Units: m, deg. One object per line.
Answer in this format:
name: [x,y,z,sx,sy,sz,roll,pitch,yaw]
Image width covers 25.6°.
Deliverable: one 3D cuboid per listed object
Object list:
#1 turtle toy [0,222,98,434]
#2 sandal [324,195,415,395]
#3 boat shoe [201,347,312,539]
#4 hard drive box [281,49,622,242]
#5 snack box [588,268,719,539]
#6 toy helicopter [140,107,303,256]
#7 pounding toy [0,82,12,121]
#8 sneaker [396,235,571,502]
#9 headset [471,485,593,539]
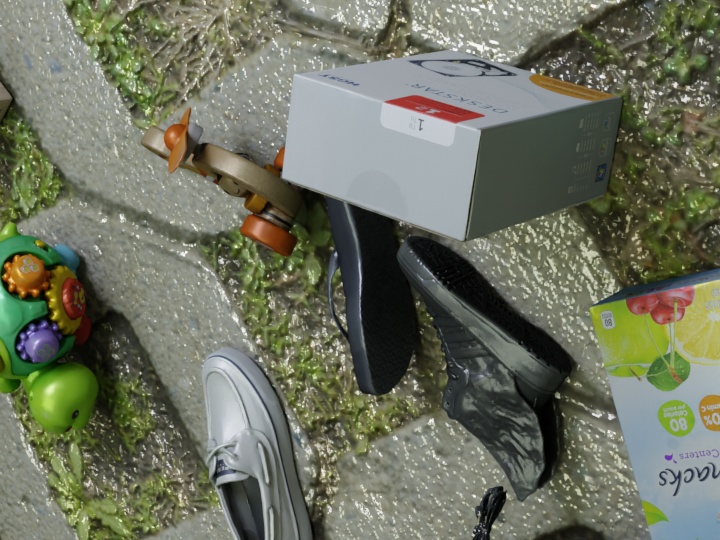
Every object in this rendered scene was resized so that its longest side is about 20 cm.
turtle toy: [-0.302,0.054,1.472,0.100,0.146,0.203,-7,98,16]
sandal: [0.000,0.000,1.264,0.042,0.076,0.203,-12,83,36]
boat shoe: [-0.100,0.168,1.380,0.073,0.065,0.202,-24,87,38]
hard drive box: [0.067,-0.092,1.106,0.155,0.199,0.078,20,113,31]
snack box: [0.265,0.099,1.088,0.167,0.067,0.202,-15,94,38]
toy helicopter: [-0.129,-0.089,1.312,0.199,0.132,0.080,23,86,49]
pounding toy: [-0.459,-0.201,1.485,0.200,0.183,0.143,50,125,16]
sneaker: [0.086,0.073,1.221,0.199,0.060,0.105,41,119,17]
headset: [0.173,0.224,1.156,0.198,0.124,0.095,12,74,19]
